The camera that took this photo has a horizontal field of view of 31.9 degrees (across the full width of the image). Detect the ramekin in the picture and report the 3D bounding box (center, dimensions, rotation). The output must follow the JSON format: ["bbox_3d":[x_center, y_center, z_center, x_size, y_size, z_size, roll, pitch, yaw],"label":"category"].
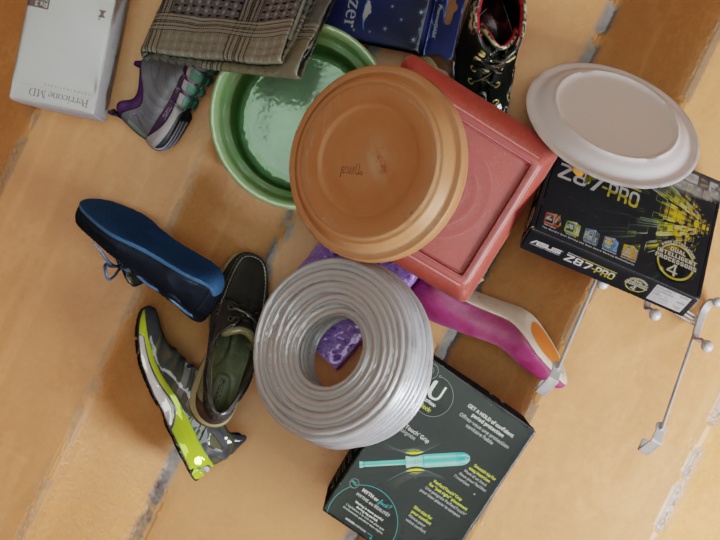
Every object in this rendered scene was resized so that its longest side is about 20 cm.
[{"bbox_3d":[-0.063,-0.167,1.391,0.197,0.098,0.203,0,92,0],"label":"ramekin"}]

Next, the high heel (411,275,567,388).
[{"bbox_3d":[0.143,0.075,1.426,0.096,0.068,0.200,-40,103,25],"label":"high heel"}]

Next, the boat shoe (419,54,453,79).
[{"bbox_3d":[0.073,-0.130,1.390,0.074,0.075,0.205,-18,104,-17],"label":"boat shoe"}]

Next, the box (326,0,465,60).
[{"bbox_3d":[0.018,-0.311,1.397,0.197,0.032,0.123,13,92,12],"label":"box"}]

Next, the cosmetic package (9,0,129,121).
[{"bbox_3d":[-0.316,-0.276,1.400,0.100,0.074,0.203,11,91,0],"label":"cosmetic package"}]

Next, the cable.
[{"bbox_3d":[-0.020,0.085,1.330,0.198,0.069,0.203,4,77,29],"label":"cable"}]

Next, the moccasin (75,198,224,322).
[{"bbox_3d":[-0.243,-0.008,1.393,0.199,0.080,0.069,34,121,23],"label":"moccasin"}]

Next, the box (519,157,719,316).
[{"bbox_3d":[0.288,-0.060,1.385,0.198,0.049,0.162,23,58,-1],"label":"box"}]

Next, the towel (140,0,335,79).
[{"bbox_3d":[-0.119,-0.293,1.346,0.198,0.035,0.194,10,60,20],"label":"towel"}]

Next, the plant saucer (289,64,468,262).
[{"bbox_3d":[0.013,-0.110,1.284,0.198,0.032,0.203,-3,84,27],"label":"plant saucer"}]

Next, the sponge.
[{"bbox_3d":[0.000,0.000,1.418,0.111,0.030,0.200,42,92,14],"label":"sponge"}]

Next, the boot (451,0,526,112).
[{"bbox_3d":[0.134,-0.213,1.361,0.072,0.154,0.207,6,93,0],"label":"boot"}]

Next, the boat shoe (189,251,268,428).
[{"bbox_3d":[-0.135,0.073,1.390,0.071,0.066,0.203,21,72,-21],"label":"boat shoe"}]

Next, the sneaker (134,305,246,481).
[{"bbox_3d":[-0.196,0.130,1.424,0.080,0.074,0.202,-25,94,-14],"label":"sneaker"}]

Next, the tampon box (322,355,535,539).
[{"bbox_3d":[0.073,0.209,1.390,0.149,0.126,0.201,34,91,-1],"label":"tampon box"}]

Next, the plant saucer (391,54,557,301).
[{"bbox_3d":[0.084,-0.090,1.333,0.199,0.037,0.201,30,100,-13],"label":"plant saucer"}]

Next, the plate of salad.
[{"bbox_3d":[0.272,-0.154,1.374,0.198,0.201,0.048,16,135,-1],"label":"plate of salad"}]

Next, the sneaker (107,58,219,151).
[{"bbox_3d":[-0.202,-0.237,1.403,0.087,0.074,0.201,33,93,4],"label":"sneaker"}]

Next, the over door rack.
[{"bbox_3d":[0.303,0.079,1.387,0.147,0.067,0.201,30,69,-1],"label":"over door rack"}]
